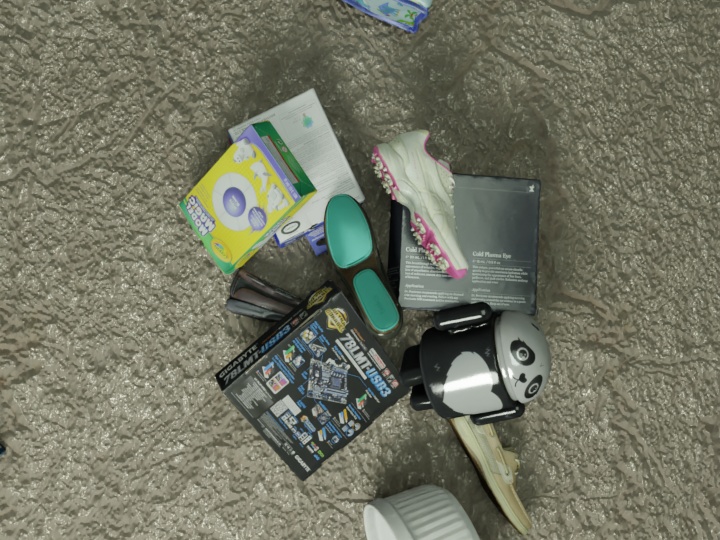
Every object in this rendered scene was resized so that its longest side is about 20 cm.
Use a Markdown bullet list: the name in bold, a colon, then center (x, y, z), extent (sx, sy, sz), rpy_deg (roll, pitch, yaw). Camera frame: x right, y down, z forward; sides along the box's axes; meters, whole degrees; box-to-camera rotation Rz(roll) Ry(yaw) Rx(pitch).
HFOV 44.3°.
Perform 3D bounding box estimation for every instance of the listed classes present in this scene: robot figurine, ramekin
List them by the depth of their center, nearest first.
- **ramekin**: center (0.090, 0.379, 1.155), extent (0.103, 0.200, 0.204), rpy_deg (-19, 89, -18)
- **robot figurine**: center (0.151, 0.125, 1.161), extent (0.196, 0.150, 0.128), rpy_deg (-14, 66, 20)

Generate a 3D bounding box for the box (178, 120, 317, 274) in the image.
- **box**: center (-0.159, -0.088, 1.163), extent (0.199, 0.048, 0.118), rpy_deg (-41, 82, 34)

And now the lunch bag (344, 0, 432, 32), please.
- **lunch bag**: center (0.024, -0.453, 1.212), extent (0.196, 0.127, 0.174), rpy_deg (21, 87, -5)

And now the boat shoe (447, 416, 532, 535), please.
- **boat shoe**: center (0.192, 0.269, 1.233), extent (0.064, 0.072, 0.203), rpy_deg (-29, 85, -6)

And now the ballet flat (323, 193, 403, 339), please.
- **ballet flat**: center (0.000, 0.000, 1.167), extent (0.067, 0.069, 0.204), rpy_deg (-19, 75, -1)

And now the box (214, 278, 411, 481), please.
- **box**: center (-0.058, 0.149, 1.168), extent (0.198, 0.050, 0.201), rpy_deg (-40, 123, -5)

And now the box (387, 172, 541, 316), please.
- **box**: center (0.141, -0.034, 1.224), extent (0.195, 0.104, 0.187), rpy_deg (4, 88, -7)

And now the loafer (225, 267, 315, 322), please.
- **loafer**: center (-0.085, 0.047, 1.211), extent (0.195, 0.072, 0.065), rpy_deg (13, 82, -3)

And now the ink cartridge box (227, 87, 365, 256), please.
- **ink cartridge box**: center (-0.083, -0.123, 1.215), extent (0.134, 0.076, 0.203), rpy_deg (-26, 89, -7)

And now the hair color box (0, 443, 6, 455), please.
- **hair color box**: center (-0.570, 0.200, 1.146), extent (0.100, 0.061, 0.200), rpy_deg (-43, 93, -7)

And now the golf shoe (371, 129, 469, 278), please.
- **golf shoe**: center (0.095, -0.089, 1.135), extent (0.090, 0.075, 0.203), rpy_deg (-31, 92, -10)
